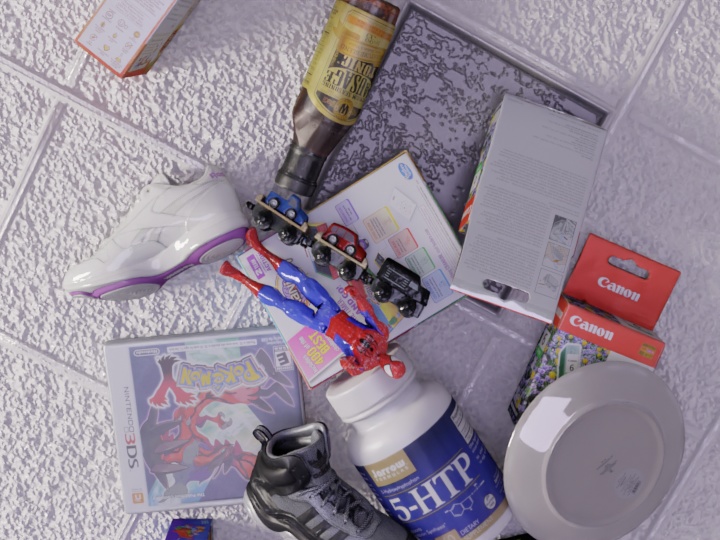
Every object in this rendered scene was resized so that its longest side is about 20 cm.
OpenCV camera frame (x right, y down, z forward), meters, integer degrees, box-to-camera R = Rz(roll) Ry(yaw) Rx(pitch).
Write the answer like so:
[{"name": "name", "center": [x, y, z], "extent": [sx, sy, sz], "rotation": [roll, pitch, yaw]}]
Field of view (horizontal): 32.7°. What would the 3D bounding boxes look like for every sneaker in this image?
[{"name": "sneaker", "center": [-0.206, -0.035, 1.208], "extent": [0.198, 0.075, 0.101], "rotation": [-23, 76, 8]}, {"name": "sneaker", "center": [-0.028, 0.217, 1.177], "extent": [0.198, 0.075, 0.115], "rotation": [19, 126, 25]}]

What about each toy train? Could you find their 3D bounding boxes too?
[{"name": "toy train", "center": [-0.021, -0.020, 1.167], "extent": [0.199, 0.034, 0.046], "rotation": [31, 88, 6]}]

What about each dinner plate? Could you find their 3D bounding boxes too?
[{"name": "dinner plate", "center": [0.234, 0.186, 1.195], "extent": [0.198, 0.024, 0.203], "rotation": [-6, 110, -17]}]

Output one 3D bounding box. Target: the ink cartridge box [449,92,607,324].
[{"name": "ink cartridge box", "center": [0.156, -0.056, 1.168], "extent": [0.108, 0.050, 0.202], "rotation": [19, 77, -4]}]

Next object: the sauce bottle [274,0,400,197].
[{"name": "sauce bottle", "center": [-0.026, -0.169, 1.176], "extent": [0.065, 0.066, 0.202], "rotation": [21, 101, -4]}]

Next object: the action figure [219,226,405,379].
[{"name": "action figure", "center": [-0.039, 0.034, 1.132], "extent": [0.199, 0.099, 0.066], "rotation": [36, 79, 6]}]

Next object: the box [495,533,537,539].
[{"name": "box", "center": [0.129, 0.390, 1.293], "extent": [0.191, 0.048, 0.202], "rotation": [-13, 101, 5]}]

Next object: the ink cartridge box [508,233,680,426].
[{"name": "ink cartridge box", "center": [0.237, 0.078, 1.222], "extent": [0.108, 0.050, 0.202], "rotation": [22, 101, -5]}]

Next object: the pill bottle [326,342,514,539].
[{"name": "pill bottle", "center": [0.056, 0.179, 1.215], "extent": [0.119, 0.120, 0.201], "rotation": [-33, 99, 6]}]

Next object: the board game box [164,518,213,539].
[{"name": "board game box", "center": [-0.177, 0.373, 1.243], "extent": [0.044, 0.135, 0.203], "rotation": [0, 101, 0]}]

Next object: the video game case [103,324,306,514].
[{"name": "video game case", "center": [-0.155, 0.153, 1.257], "extent": [0.197, 0.023, 0.185], "rotation": [-5, 101, 1]}]

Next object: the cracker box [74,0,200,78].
[{"name": "cracker box", "center": [-0.170, -0.273, 1.120], "extent": [0.058, 0.134, 0.201], "rotation": [38, 98, -6]}]

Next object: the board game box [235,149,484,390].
[{"name": "board game box", "center": [0.000, 0.000, 1.202], "extent": [0.199, 0.040, 0.154], "rotation": [-30, 86, 5]}]
